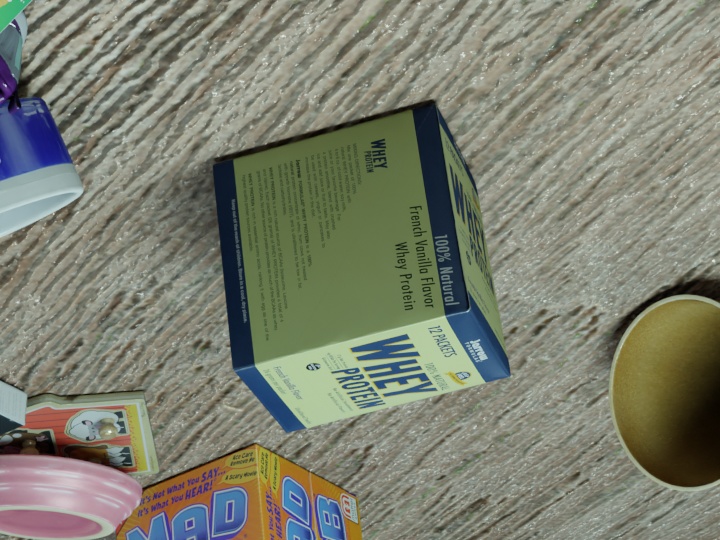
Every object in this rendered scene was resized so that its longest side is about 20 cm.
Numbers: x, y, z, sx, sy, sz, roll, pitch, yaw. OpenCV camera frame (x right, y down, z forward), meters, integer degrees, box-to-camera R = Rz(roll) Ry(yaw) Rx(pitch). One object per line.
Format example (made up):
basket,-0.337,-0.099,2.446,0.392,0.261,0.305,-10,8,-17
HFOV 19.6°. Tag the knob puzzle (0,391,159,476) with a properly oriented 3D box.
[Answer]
knob puzzle,-0.313,0.185,2.142,0.218,0.031,0.220,-5,150,-3

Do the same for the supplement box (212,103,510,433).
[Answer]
supplement box,0.000,0.000,1.723,0.199,0.201,0.134,-15,150,12

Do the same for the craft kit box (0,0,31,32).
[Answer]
craft kit box,-0.313,-0.191,1.373,0.198,0.048,0.200,-47,151,-13

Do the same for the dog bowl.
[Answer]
dog bowl,-0.317,-0.058,1.588,0.199,0.079,0.200,-23,180,0

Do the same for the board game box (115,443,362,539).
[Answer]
board game box,-0.127,0.340,2.275,0.199,0.201,0.200,-24,146,26

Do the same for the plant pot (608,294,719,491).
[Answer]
plant pot,0.379,0.122,2.056,0.199,0.187,0.186,4,151,-44

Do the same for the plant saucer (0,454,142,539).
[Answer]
plant saucer,-0.329,0.241,2.174,0.199,0.051,0.201,3,160,1

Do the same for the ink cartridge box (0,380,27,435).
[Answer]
ink cartridge box,-0.460,0.133,2.012,0.197,0.044,0.200,-23,145,26

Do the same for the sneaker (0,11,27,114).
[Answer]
sneaker,-0.330,-0.168,1.480,0.199,0.088,0.074,9,146,-26
